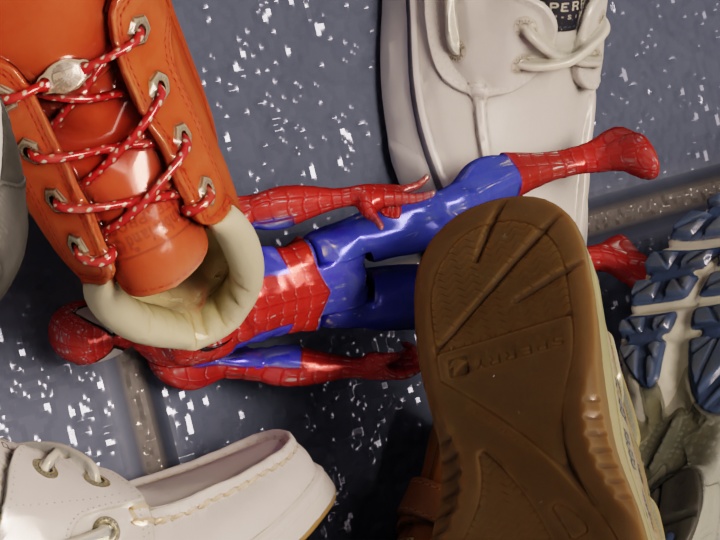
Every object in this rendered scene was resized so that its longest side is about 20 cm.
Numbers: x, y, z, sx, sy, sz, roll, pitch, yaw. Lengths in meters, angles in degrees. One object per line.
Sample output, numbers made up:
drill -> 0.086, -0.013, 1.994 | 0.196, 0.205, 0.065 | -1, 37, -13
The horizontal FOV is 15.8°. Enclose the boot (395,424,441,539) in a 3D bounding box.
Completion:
boot -> 0.083, 0.140, 0.850 | 0.200, 0.074, 0.155 | 30, 61, -33

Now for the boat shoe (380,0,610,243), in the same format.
boat shoe -> 0.052, -0.086, 0.860 | 0.072, 0.066, 0.201 | -1, 84, -35

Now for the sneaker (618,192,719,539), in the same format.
sneaker -> 0.118, 0.054, 0.812 | 0.200, 0.077, 0.085 | -55, 134, -16

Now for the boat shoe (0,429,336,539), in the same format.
boat shoe -> -0.095, 0.077, 0.732 | 0.200, 0.071, 0.070 | -23, 96, -34

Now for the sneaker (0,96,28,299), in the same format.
sneaker -> -0.119, -0.017, 0.658 | 0.074, 0.200, 0.080 | -40, 117, -9

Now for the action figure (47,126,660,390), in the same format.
action figure -> 0.000, 0.000, 0.801 | 0.199, 0.052, 0.066 | -12, 116, -18

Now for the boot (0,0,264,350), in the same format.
boot -> -0.072, -0.052, 0.685 | 0.075, 0.200, 0.107 | -26, 63, 0

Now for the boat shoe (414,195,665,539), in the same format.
boat shoe -> 0.056, 0.077, 0.733 | 0.063, 0.073, 0.201 | 48, 38, -55
